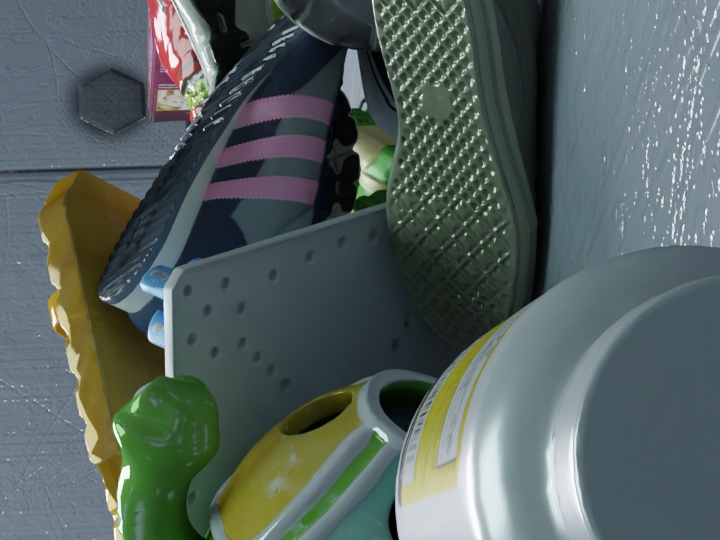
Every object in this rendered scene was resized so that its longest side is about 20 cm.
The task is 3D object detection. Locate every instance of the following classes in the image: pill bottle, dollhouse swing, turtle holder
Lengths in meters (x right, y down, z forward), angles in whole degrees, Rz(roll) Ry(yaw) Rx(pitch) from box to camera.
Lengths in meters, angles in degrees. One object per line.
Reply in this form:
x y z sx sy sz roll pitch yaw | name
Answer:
0.074 0.054 0.685 0.200 0.110 0.112 131 137 -81 | pill bottle
-0.117 0.076 1.280 0.181 0.175 0.201 -34 60 36 | dollhouse swing
-0.002 0.104 1.092 0.141 0.185 0.132 -23 -38 -58 | turtle holder

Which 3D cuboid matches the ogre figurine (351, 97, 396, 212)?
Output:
0.000 0.000 1.372 0.120 0.098 0.200 -65 33 22 | ogre figurine

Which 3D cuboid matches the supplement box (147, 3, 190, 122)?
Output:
-0.121 -0.200 2.250 0.200 0.110 0.086 106 161 -69 | supplement box

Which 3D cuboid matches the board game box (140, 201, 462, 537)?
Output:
-0.016 0.071 1.191 0.026 0.199 0.201 16 114 41 | board game box

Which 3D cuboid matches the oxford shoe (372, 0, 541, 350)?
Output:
0.048 -0.057 1.131 0.058 0.075 0.201 -38 -49 -44 | oxford shoe

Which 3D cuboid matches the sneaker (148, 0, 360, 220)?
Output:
-0.058 -0.091 1.308 0.085 0.077 0.201 -13 91 68 | sneaker

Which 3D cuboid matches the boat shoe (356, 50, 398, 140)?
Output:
0.015 -0.148 1.289 0.068 0.073 0.200 104 162 -44 | boat shoe

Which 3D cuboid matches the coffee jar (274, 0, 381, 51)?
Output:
0.005 -0.205 1.220 0.104 0.085 0.201 -29 51 31 | coffee jar

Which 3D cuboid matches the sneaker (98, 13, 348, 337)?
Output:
-0.040 -0.041 1.219 0.070 0.082 0.201 -25 30 58 | sneaker
